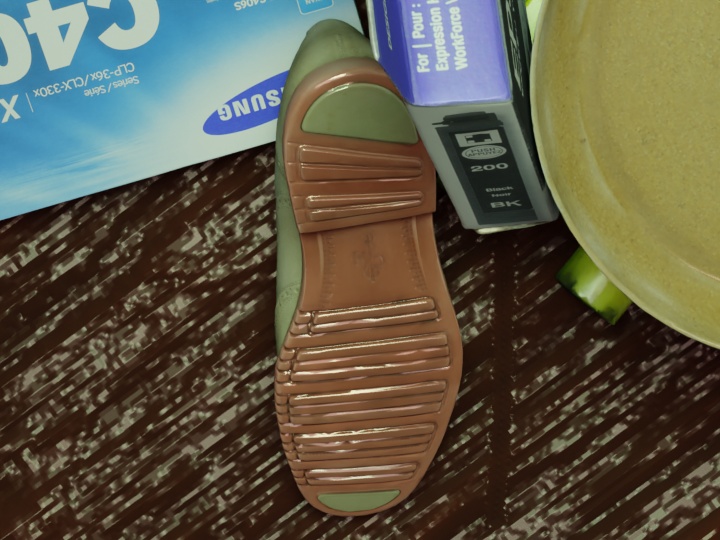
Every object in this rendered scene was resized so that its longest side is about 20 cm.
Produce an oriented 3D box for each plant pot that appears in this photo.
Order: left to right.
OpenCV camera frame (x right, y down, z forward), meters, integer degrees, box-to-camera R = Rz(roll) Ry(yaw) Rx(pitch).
[{"bbox_3d":[0.156,-0.066,0.916,0.200,0.027,0.200,0,107,1],"label":"plant pot"}]

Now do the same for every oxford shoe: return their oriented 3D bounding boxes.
[{"bbox_3d":[0.000,0.000,1.042,0.071,0.074,0.200,-2,120,-8],"label":"oxford shoe"}]

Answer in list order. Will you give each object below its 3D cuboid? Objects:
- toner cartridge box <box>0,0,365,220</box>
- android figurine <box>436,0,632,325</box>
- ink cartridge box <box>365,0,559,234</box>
[{"bbox_3d":[-0.099,-0.082,1.044,0.200,0.043,0.095,-17,123,1],"label":"toner cartridge box"},{"bbox_3d":[0.124,-0.084,1.062,0.182,0.041,0.200,37,92,0],"label":"android figurine"},{"bbox_3d":[0.025,-0.133,0.938,0.043,0.200,0.198,-11,74,8],"label":"ink cartridge box"}]
